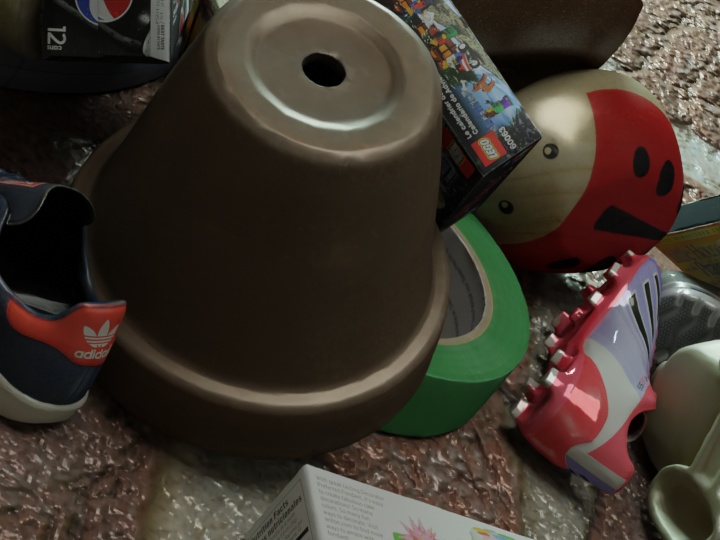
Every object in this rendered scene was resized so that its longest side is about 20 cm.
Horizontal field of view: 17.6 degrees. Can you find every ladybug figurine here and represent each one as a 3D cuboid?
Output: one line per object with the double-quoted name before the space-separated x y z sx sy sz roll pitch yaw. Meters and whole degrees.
"ladybug figurine" 0.135 -0.051 1.410 0.199 0.136 0.072 7 33 -53

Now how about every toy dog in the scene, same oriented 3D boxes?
"toy dog" 0.266 0.127 1.355 0.199 0.140 0.194 25 -4 -21

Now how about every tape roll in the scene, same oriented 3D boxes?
"tape roll" 0.000 0.000 1.284 0.200 0.048 0.201 29 32 -19

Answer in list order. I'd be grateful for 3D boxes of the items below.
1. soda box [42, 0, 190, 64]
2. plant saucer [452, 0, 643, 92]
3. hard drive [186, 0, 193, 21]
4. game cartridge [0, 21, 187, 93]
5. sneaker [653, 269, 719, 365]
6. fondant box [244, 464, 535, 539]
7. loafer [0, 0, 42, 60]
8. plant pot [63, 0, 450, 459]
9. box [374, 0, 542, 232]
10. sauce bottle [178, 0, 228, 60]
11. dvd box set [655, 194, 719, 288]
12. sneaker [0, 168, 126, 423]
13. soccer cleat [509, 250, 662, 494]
"soda box" -0.121 -0.153 1.187 0.063 0.071 0.200 2 14 -1
"plant saucer" 0.070 -0.131 1.385 0.200 0.200 0.037 1 81 -47
"hard drive" -0.084 -0.173 1.381 0.200 0.025 0.132 45 22 -29
"game cartridge" -0.181 -0.157 1.305 0.199 0.041 0.133 -8 51 -52
"sneaker" 0.262 0.058 1.474 0.200 0.075 0.082 37 23 -13
"fondant box" 0.034 0.195 1.052 0.144 0.058 0.201 21 36 -29
"loafer" -0.191 -0.189 1.237 0.068 0.076 0.201 -3 49 -5
"plant pot" -0.035 -0.038 1.109 0.199 0.175 0.201 10 50 -12
"box" 0.026 -0.097 1.212 0.137 0.038 0.200 57 -9 4
"sauce bottle" -0.065 -0.119 1.245 0.064 0.200 0.065 2 79 -10
"dvd box set" 0.285 0.028 1.479 0.200 0.029 0.146 41 -13 -8
"sneaker" -0.173 -0.028 1.090 0.075 0.085 0.200 -10 55 -53
"soccer cleat" 0.146 0.057 1.359 0.076 0.067 0.200 44 32 -4
